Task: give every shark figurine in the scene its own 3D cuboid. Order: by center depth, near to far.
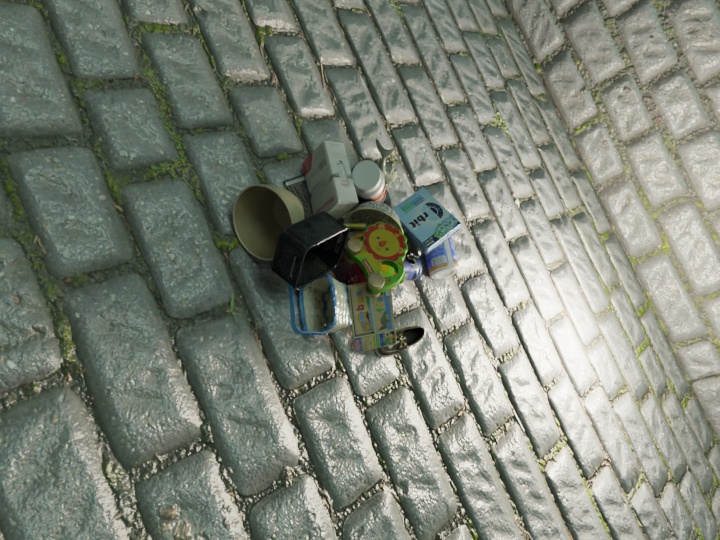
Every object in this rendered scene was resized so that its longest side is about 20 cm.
[{"bbox_3d":[0.068,-0.353,1.928,0.088,0.215,0.130,26,78,19],"label":"shark figurine"}]

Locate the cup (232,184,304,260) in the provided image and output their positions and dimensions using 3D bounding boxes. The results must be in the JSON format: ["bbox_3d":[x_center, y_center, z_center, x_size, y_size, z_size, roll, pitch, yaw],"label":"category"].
[{"bbox_3d":[-0.233,-0.148,1.523,0.203,0.198,0.143,57,32,-2],"label":"cup"}]

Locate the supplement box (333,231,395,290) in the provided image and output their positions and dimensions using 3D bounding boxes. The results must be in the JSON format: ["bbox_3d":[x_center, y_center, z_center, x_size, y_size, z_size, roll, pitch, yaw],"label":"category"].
[{"bbox_3d":[0.000,0.000,1.698,0.129,0.102,0.204,-24,86,-44],"label":"supplement box"}]

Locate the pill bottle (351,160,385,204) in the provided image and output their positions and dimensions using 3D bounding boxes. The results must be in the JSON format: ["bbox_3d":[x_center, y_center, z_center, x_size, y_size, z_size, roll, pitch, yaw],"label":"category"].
[{"bbox_3d":[0.026,-0.273,1.756,0.106,0.200,0.113,-1,82,5],"label":"pill bottle"}]

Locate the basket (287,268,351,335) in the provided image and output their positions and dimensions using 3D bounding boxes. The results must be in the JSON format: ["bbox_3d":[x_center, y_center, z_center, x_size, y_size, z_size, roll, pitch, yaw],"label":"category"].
[{"bbox_3d":[-0.122,0.097,1.515,0.198,0.137,0.181,22,53,-50],"label":"basket"}]

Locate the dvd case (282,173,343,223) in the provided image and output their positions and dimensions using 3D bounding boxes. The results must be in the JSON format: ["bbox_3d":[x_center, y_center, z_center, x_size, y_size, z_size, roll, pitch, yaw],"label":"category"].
[{"bbox_3d":[-0.143,-0.209,1.735,0.147,0.016,0.204,-27,88,-44],"label":"dvd case"}]

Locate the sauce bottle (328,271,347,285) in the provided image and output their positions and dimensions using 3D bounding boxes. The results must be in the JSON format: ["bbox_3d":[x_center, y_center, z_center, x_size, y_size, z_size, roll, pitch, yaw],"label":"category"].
[{"bbox_3d":[-0.122,0.010,1.618,0.198,0.064,0.066,37,50,-24],"label":"sauce bottle"}]

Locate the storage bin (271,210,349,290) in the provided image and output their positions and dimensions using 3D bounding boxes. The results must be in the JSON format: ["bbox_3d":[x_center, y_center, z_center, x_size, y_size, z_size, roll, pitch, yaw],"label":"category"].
[{"bbox_3d":[-0.130,-0.056,1.451,0.093,0.138,0.199,34,36,20],"label":"storage bin"}]

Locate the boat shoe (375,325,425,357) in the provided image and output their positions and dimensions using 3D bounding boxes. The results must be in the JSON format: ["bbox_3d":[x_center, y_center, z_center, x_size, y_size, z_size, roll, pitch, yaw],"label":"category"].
[{"bbox_3d":[0.126,0.218,1.733,0.197,0.059,0.074,-13,79,-43],"label":"boat shoe"}]

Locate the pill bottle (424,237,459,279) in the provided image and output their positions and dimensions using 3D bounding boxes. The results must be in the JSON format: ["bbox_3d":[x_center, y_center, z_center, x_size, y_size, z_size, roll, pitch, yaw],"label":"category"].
[{"bbox_3d":[0.278,-0.083,1.972,0.110,0.111,0.206,3,67,-39],"label":"pill bottle"}]

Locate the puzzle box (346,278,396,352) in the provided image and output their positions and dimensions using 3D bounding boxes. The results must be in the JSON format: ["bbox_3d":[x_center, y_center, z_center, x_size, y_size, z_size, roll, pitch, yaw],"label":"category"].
[{"bbox_3d":[0.033,0.131,1.613,0.129,0.025,0.206,-10,106,-8],"label":"puzzle box"}]

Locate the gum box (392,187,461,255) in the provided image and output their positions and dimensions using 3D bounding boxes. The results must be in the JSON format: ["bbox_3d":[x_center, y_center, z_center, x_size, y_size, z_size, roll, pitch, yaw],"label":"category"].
[{"bbox_3d":[0.224,-0.175,1.922,0.168,0.045,0.200,-34,67,-22],"label":"gum box"}]

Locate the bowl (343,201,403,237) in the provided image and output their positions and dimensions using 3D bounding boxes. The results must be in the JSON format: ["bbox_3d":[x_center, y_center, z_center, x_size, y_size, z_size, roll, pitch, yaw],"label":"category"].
[{"bbox_3d":[0.051,-0.154,1.747,0.199,0.199,0.096,36,50,-21],"label":"bowl"}]

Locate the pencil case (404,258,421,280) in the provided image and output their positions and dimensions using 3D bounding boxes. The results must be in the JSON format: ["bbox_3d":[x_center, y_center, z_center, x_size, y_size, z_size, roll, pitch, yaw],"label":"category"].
[{"bbox_3d":[0.112,-0.005,1.815,0.196,0.088,0.079,1,44,-42],"label":"pencil case"}]

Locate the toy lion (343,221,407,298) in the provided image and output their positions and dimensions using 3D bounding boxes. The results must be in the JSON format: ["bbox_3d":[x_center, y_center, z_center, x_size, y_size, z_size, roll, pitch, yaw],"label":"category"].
[{"bbox_3d":[0.061,-0.043,1.591,0.188,0.069,0.202,-22,65,-23],"label":"toy lion"}]

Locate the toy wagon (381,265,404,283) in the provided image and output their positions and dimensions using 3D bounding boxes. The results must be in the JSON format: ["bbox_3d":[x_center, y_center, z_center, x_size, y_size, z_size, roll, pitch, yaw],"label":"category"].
[{"bbox_3d":[0.072,-0.005,1.664,0.152,0.039,0.205,18,58,-35],"label":"toy wagon"}]

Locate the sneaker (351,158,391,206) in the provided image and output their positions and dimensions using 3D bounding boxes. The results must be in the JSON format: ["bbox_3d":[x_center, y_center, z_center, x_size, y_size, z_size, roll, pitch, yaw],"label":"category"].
[{"bbox_3d":[0.038,-0.280,1.901,0.081,0.073,0.204,-28,89,-21],"label":"sneaker"}]

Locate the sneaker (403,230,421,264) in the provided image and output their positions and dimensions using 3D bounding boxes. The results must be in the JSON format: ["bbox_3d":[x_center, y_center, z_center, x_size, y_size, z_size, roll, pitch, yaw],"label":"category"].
[{"bbox_3d":[0.129,-0.089,1.816,0.199,0.061,0.103,42,24,28],"label":"sneaker"}]

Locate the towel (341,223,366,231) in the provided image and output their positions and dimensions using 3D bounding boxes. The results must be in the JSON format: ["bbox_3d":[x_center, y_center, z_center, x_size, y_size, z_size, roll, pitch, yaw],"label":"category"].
[{"bbox_3d":[-0.092,-0.124,1.633,0.195,0.142,0.024,-5,94,-32],"label":"towel"}]

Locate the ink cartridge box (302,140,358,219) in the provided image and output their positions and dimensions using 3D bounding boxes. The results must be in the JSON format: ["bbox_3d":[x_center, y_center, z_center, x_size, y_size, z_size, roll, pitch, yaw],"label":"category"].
[{"bbox_3d":[-0.096,-0.268,1.690,0.081,0.146,0.206,-3,72,-38],"label":"ink cartridge box"}]
